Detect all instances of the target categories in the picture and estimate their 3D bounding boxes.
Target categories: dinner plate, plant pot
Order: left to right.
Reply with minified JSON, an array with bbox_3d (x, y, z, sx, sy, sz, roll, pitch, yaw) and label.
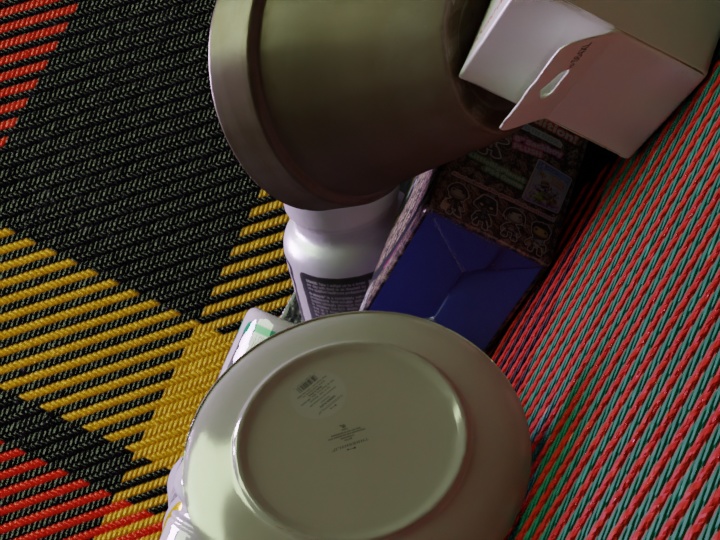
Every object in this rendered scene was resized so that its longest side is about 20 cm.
[{"bbox_3d":[-0.004,0.100,1.111,0.024,0.199,0.201,80,-153,-52],"label":"dinner plate"},{"bbox_3d":[0.027,-0.143,1.340,0.173,0.200,0.201,-2,53,41],"label":"plant pot"}]

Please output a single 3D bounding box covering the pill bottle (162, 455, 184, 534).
[{"bbox_3d":[-0.107,0.244,1.658,0.115,0.114,0.200,-61,25,30],"label":"pill bottle"}]

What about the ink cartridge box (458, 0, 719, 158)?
[{"bbox_3d":[0.157,-0.178,1.228,0.129,0.125,0.201,124,170,-65],"label":"ink cartridge box"}]

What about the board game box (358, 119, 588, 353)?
[{"bbox_3d":[0.091,-0.050,1.480,0.160,0.096,0.201,-59,7,49],"label":"board game box"}]

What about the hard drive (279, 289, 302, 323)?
[{"bbox_3d":[-0.012,0.062,1.785,0.140,0.033,0.200,-61,-29,1],"label":"hard drive"}]

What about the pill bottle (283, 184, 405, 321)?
[{"bbox_3d":[0.000,0.000,1.623,0.117,0.116,0.201,-68,-27,-48],"label":"pill bottle"}]

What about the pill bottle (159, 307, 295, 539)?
[{"bbox_3d":[-0.073,0.139,1.502,0.113,0.113,0.201,179,115,-85],"label":"pill bottle"}]
